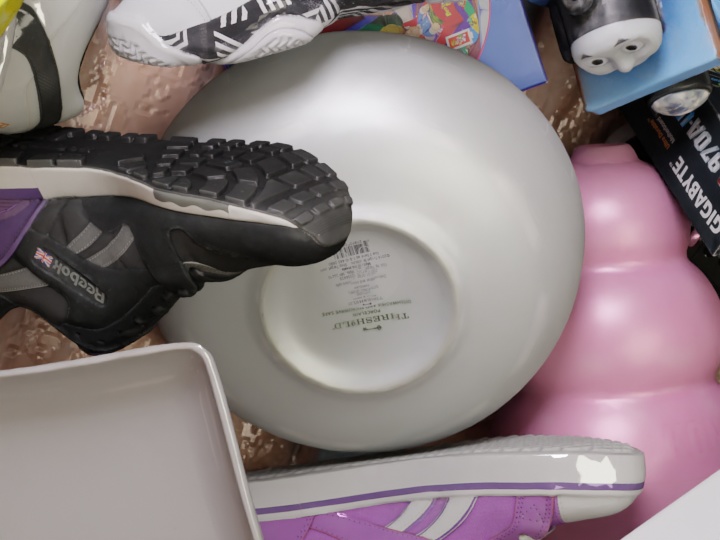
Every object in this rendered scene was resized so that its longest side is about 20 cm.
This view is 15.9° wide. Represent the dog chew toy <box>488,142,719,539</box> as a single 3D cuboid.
[{"bbox_3d":[0.119,0.041,1.210,0.124,0.124,0.201,-6,97,-27],"label":"dog chew toy"}]

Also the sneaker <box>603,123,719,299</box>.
[{"bbox_3d":[0.206,-0.005,1.257,0.200,0.099,0.071,38,83,-26],"label":"sneaker"}]

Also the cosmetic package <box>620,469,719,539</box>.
[{"bbox_3d":[0.194,0.179,1.168,0.199,0.123,0.200,-32,147,-20],"label":"cosmetic package"}]

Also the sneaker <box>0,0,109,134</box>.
[{"bbox_3d":[-0.139,-0.152,1.077,0.080,0.074,0.201,8,97,-48],"label":"sneaker"}]

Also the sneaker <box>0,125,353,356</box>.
[{"bbox_3d":[-0.085,-0.007,1.063,0.076,0.199,0.088,-24,116,-50],"label":"sneaker"}]

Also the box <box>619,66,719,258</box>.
[{"bbox_3d":[0.226,-0.043,1.227,0.199,0.159,0.046,16,120,-29],"label":"box"}]

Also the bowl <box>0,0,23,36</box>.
[{"bbox_3d":[-0.222,-0.119,0.996,0.199,0.201,0.108,-14,148,-25],"label":"bowl"}]

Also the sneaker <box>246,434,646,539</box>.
[{"bbox_3d":[0.037,0.135,1.148,0.073,0.200,0.115,-5,86,-67],"label":"sneaker"}]

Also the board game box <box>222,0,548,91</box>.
[{"bbox_3d":[-0.013,-0.155,1.123,0.134,0.045,0.201,-20,109,-2],"label":"board game box"}]

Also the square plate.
[{"bbox_3d":[-0.117,0.126,1.087,0.028,0.197,0.201,-45,123,-57],"label":"square plate"}]

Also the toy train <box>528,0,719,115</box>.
[{"bbox_3d":[0.106,-0.167,1.145,0.114,0.086,0.201,6,67,-55],"label":"toy train"}]

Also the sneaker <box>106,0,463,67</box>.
[{"bbox_3d":[-0.018,-0.157,1.062,0.199,0.075,0.115,-15,101,0],"label":"sneaker"}]

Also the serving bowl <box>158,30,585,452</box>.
[{"bbox_3d":[0.000,0.000,1.115,0.199,0.066,0.201,0,118,1],"label":"serving bowl"}]
